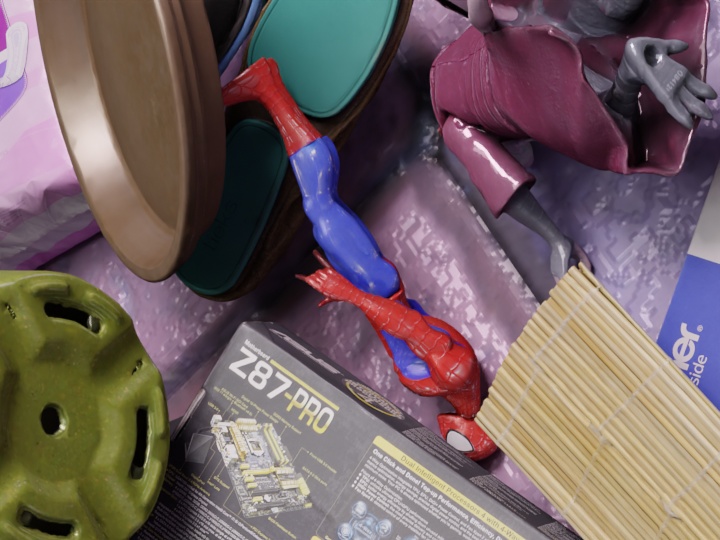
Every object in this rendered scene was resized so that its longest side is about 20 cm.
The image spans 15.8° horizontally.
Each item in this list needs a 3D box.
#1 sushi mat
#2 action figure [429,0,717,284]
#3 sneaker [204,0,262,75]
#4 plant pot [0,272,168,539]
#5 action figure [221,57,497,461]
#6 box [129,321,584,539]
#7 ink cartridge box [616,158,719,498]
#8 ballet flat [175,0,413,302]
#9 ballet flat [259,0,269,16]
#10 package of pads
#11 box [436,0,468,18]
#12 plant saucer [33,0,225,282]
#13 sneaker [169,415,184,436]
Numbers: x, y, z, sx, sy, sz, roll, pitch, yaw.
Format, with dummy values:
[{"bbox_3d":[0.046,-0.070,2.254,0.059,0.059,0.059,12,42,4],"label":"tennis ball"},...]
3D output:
[{"bbox_3d":[0.130,0.097,1.049,0.200,0.012,0.096,48,132,20],"label":"sushi mat"},{"bbox_3d":[0.068,-0.079,1.102,0.200,0.148,0.135,-19,53,65],"label":"action figure"},{"bbox_3d":[-0.088,-0.179,1.197,0.071,0.082,0.201,10,98,47],"label":"sneaker"},{"bbox_3d":[-0.189,0.075,1.119,0.189,0.199,0.202,-12,71,43],"label":"plant pot"},{"bbox_3d":[0.000,0.000,1.151,0.052,0.065,0.200,-37,91,0],"label":"action figure"},{"bbox_3d":[-0.009,0.142,1.124,0.199,0.049,0.162,34,100,16],"label":"box"},{"bbox_3d":[0.184,0.000,1.064,0.094,0.044,0.201,19,90,38],"label":"ink cartridge box"},{"bbox_3d":[-0.025,-0.075,1.211,0.068,0.072,0.201,31,109,15],"label":"ballet flat"},{"bbox_3d":[-0.052,-0.195,1.275,0.071,0.071,0.201,-38,61,21],"label":"ballet flat"},{"bbox_3d":[-0.183,-0.099,1.330,0.120,0.076,0.201,-28,64,23],"label":"package of pads"},{"bbox_3d":[0.083,-0.241,1.168,0.176,0.097,0.201,-30,64,23],"label":"box"},{"bbox_3d":[-0.104,-0.095,1.161,0.200,0.029,0.202,166,90,-69],"label":"plant saucer"},{"bbox_3d":[-0.079,0.117,1.203,0.199,0.072,0.083,-26,65,27],"label":"sneaker"}]
